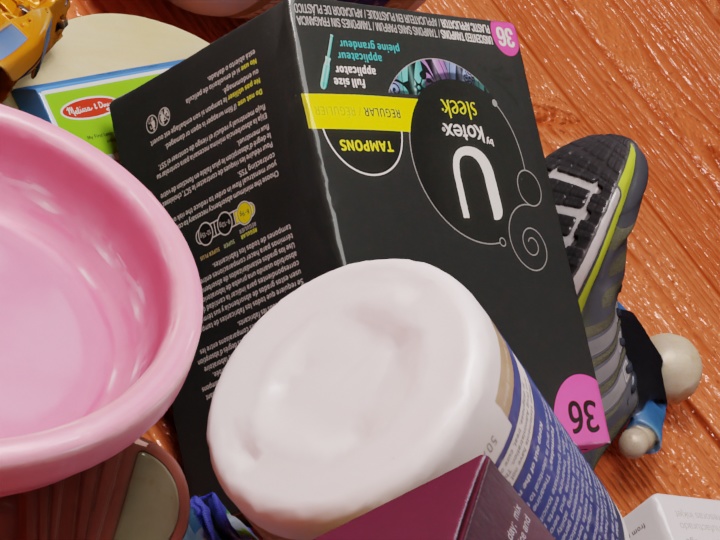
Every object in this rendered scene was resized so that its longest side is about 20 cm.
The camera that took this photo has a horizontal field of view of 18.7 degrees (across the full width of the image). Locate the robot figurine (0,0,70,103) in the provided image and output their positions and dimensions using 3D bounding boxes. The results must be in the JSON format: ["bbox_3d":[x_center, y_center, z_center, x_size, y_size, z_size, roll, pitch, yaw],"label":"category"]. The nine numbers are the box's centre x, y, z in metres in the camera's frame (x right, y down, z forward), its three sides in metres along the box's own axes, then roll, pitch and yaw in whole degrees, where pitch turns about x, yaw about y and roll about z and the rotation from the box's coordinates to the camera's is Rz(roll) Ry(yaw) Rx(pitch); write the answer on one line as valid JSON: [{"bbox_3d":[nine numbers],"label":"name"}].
[{"bbox_3d":[-0.208,-0.095,0.923,0.144,0.059,0.200,23,33,7],"label":"robot figurine"}]

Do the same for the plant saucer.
[{"bbox_3d":[-0.157,0.012,0.772,0.199,0.051,0.201,12,39,-10],"label":"plant saucer"}]

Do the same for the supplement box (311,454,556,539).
[{"bbox_3d":[0.048,0.172,0.686,0.200,0.110,0.086,51,32,-17],"label":"supplement box"}]

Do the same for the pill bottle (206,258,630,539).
[{"bbox_3d":[0.035,0.097,0.812,0.200,0.110,0.112,54,23,-42],"label":"pill bottle"}]

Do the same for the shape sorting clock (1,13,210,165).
[{"bbox_3d":[-0.088,-0.032,1.028,0.199,0.039,0.201,23,53,-33],"label":"shape sorting clock"}]

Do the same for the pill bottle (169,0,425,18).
[{"bbox_3d":[-0.053,-0.193,1.154,0.199,0.120,0.120,-4,58,-47],"label":"pill bottle"}]

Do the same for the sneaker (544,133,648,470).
[{"bbox_3d":[0.099,0.033,1.054,0.081,0.202,0.074,16,4,-39],"label":"sneaker"}]

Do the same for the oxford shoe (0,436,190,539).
[{"bbox_3d":[-0.166,0.085,0.798,0.198,0.074,0.071,10,82,-15],"label":"oxford shoe"}]

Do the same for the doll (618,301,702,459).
[{"bbox_3d":[0.111,0.041,1.155,0.199,0.048,0.137,9,50,-40],"label":"doll"}]

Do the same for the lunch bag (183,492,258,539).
[{"bbox_3d":[-0.028,0.195,0.784,0.170,0.127,0.200,50,23,-18],"label":"lunch bag"}]

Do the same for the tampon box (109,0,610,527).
[{"bbox_3d":[0.000,0.000,0.969,0.149,0.126,0.202,-1,73,-45],"label":"tampon box"}]

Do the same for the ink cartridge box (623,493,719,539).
[{"bbox_3d":[0.194,0.216,1.035,0.144,0.084,0.201,10,49,-40],"label":"ink cartridge box"}]
